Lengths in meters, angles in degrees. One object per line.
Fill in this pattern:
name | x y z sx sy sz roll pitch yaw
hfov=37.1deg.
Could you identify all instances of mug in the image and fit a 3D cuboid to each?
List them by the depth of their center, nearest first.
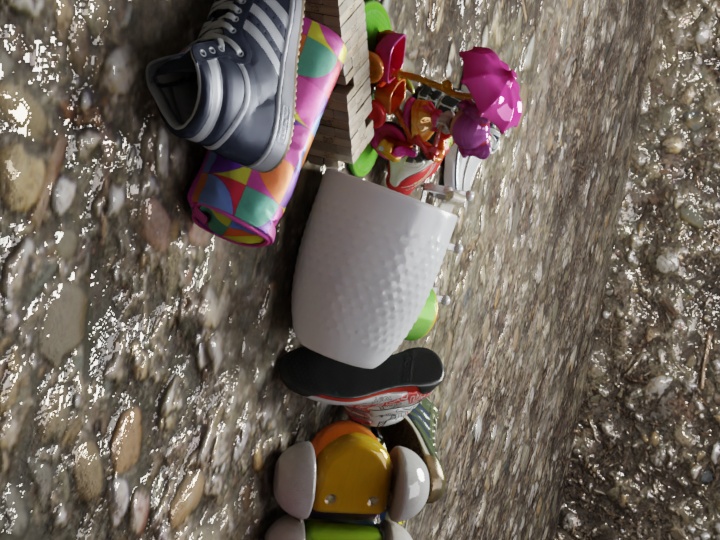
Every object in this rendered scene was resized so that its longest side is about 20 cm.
mug | 0.000 0.000 1.129 0.200 0.146 0.178 -141 -109 -80

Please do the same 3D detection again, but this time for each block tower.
block tower | -0.026 -0.196 1.032 0.202 0.053 0.058 84 28 -42

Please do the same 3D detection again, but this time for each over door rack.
over door rack | 0.103 -0.035 1.391 0.200 0.066 0.150 -8 112 -81

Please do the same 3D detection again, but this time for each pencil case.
pencil case | -0.081 -0.122 0.909 0.088 0.087 0.202 52 53 -64

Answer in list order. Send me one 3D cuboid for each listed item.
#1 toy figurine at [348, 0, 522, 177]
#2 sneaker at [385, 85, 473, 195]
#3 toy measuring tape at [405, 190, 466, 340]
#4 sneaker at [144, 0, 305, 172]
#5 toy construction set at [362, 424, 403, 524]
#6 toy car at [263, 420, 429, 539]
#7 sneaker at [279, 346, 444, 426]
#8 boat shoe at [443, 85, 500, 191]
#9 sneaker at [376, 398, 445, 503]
toy figurine | 0.080 -0.171 1.136 0.150 0.182 0.202 -52 149 -46
sneaker | 0.082 -0.163 1.328 0.200 0.076 0.085 -47 164 -43
toy measuring tape | 0.071 0.012 1.184 0.201 0.073 0.073 -59 164 20
sneaker | -0.104 -0.184 0.820 0.108 0.070 0.203 12 73 -44
toy construction set | 0.046 0.223 1.422 0.132 0.091 0.201 59 36 -29
toy car | -0.024 0.271 1.231 0.150 0.172 0.203 -140 -123 -72
sneaker | -0.012 0.136 1.201 0.108 0.199 0.068 -54 -135 47
boat shoe | 0.164 -0.191 1.494 0.073 0.065 0.203 -16 117 -66
sneaker | 0.070 0.192 1.308 0.089 0.201 0.068 1 130 -36
